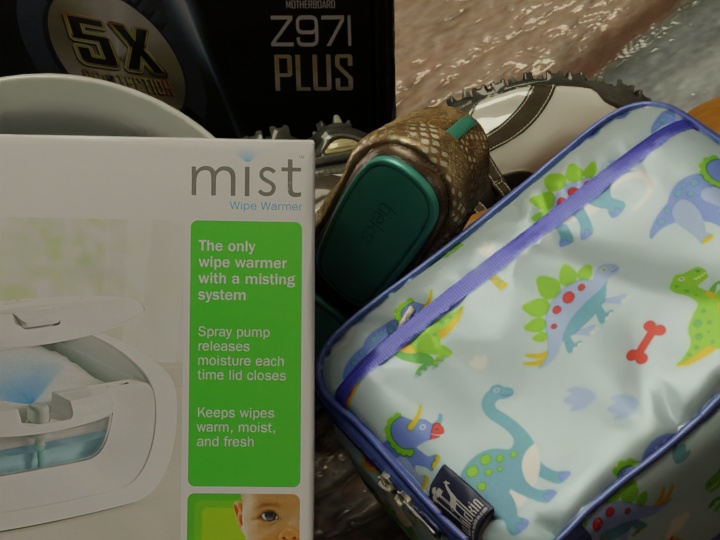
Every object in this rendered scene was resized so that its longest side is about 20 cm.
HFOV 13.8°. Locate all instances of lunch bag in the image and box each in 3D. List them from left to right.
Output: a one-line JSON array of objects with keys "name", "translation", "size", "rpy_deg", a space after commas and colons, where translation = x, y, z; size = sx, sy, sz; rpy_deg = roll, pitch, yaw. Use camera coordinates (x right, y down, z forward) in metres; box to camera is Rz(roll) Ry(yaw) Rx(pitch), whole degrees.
[{"name": "lunch bag", "translation": [0.091, 0.035, 1.152], "size": [0.200, 0.082, 0.161], "rpy_deg": [-36, 48, -9]}]

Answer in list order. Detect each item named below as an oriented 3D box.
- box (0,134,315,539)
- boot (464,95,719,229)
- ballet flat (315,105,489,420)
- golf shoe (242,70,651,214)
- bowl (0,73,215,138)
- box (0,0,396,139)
[{"name": "box", "translation": [-0.118, 0.038, 1.143], "size": [0.200, 0.177, 0.097], "rpy_deg": [2, -5, -4]}, {"name": "boot", "translation": [0.126, -0.028, 1.304], "size": [0.201, 0.071, 0.144], "rpy_deg": [-6, 27, 18]}, {"name": "ballet flat", "translation": [0.000, 0.000, 1.248], "size": [0.065, 0.071, 0.200], "rpy_deg": [-43, -3, -44]}, {"name": "golf shoe", "translation": [0.043, -0.028, 1.352], "size": [0.200, 0.078, 0.095], "rpy_deg": [-14, 57, -2]}, {"name": "bowl", "translation": [-0.129, 0.024, 1.235], "size": [0.201, 0.201, 0.090], "rpy_deg": [-25, -5, -8]}, {"name": "box", "translation": [-0.083, -0.113, 1.405], "size": [0.200, 0.164, 0.086], "rpy_deg": [1, 36, 3]}]
